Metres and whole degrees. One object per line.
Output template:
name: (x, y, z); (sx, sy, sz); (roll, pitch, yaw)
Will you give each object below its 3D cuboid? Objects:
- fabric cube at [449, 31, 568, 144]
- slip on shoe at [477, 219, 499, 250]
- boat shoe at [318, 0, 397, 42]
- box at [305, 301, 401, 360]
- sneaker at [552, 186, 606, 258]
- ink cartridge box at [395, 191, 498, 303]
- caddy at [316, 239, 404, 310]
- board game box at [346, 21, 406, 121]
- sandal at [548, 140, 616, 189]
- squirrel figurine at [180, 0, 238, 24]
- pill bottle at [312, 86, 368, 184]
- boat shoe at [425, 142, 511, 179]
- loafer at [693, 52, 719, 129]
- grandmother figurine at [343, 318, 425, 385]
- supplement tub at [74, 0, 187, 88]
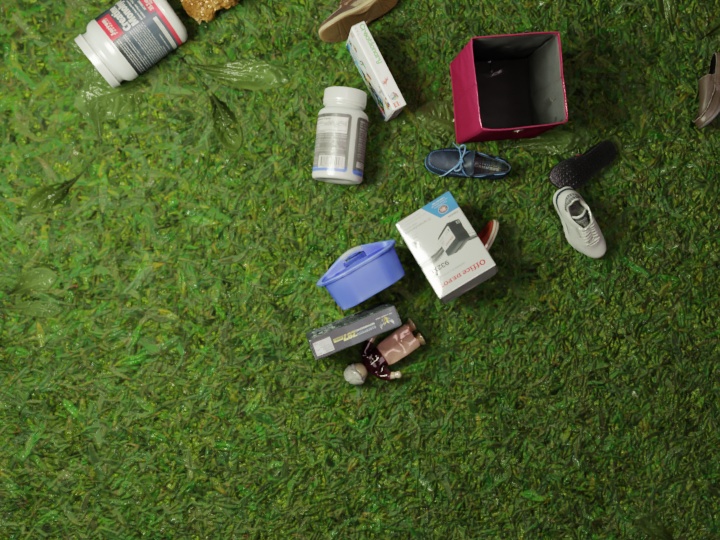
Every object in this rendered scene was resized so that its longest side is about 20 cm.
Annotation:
fabric cube: (0.321, -0.397, 1.561); (0.196, 0.199, 0.200); (-6, 91, -7)
slip on shoe: (0.248, -0.042, 1.625); (0.061, 0.074, 0.200); (40, 91, -3)
boat shoe: (-0.014, -0.592, 1.592); (0.200, 0.072, 0.072); (-32, 64, 5)
box: (-0.019, 0.130, 1.549); (0.200, 0.158, 0.051); (-21, 94, -7)
sneaker: (0.516, -0.100, 1.630); (0.076, 0.081, 0.200); (-38, 112, 3)
ink cartridge box: (0.192, -0.050, 1.565); (0.145, 0.084, 0.200); (-31, 74, 6)
caddy: (0.000, 0.000, 1.559); (0.200, 0.141, 0.105); (-30, 99, -6)
board game box: (0.032, -0.437, 1.562); (0.035, 0.126, 0.200); (-28, 94, -5)
sandal: (0.523, -0.245, 1.671); (0.200, 0.045, 0.075); (-29, 100, -20)
squirrel figurine: (-0.349, -0.644, 1.512); (0.186, 0.142, 0.200); (-6, 89, 0)
pill bottle: (-0.042, -0.298, 1.562); (0.114, 0.114, 0.200); (6, 90, -7)
boat shoe: (0.251, -0.254, 1.620); (0.200, 0.069, 0.084); (0, 91, -7)
loafer: (0.840, -0.435, 1.693); (0.071, 0.073, 0.200); (24, 83, 4)
grandmother figurine: (0.052, 0.199, 1.613); (0.200, 0.061, 0.121); (-32, 67, -2)
supplement tub: (-0.484, -0.496, 1.493); (0.200, 0.140, 0.140); (-38, 95, -5)
